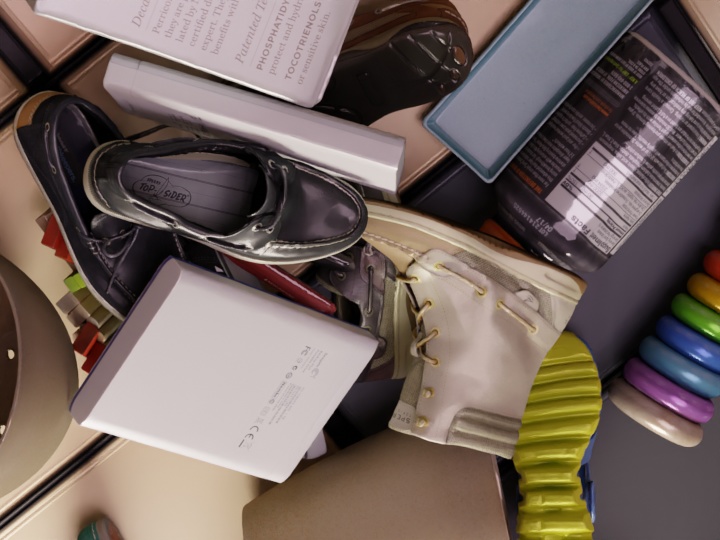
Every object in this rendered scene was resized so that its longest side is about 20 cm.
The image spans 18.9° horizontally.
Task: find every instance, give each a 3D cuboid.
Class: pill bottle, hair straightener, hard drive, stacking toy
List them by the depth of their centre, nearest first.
[{"bbox_3d":[-0.068,-0.098,1.462,0.199,0.132,0.027,17,86,2],"label":"hard drive"},{"bbox_3d":[-0.093,0.074,1.523,0.200,0.025,0.132,22,108,-45],"label":"hard drive"},{"bbox_3d":[-0.090,-0.047,1.553,0.200,0.041,0.077,30,75,-8],"label":"hair straightener"},{"bbox_3d":[0.172,-0.072,1.617,0.106,0.106,0.200,39,97,-28],"label":"pill bottle"},{"bbox_3d":[0.281,0.037,1.719,0.085,0.085,0.200,27,98,-26],"label":"stacking toy"}]

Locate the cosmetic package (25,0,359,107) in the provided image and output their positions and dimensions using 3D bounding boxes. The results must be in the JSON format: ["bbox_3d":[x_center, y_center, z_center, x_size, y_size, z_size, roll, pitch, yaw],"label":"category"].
[{"bbox_3d":[-0.109,-0.231,1.417,0.199,0.167,0.167,17,103,-23],"label":"cosmetic package"}]

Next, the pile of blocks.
[{"bbox_3d":[-0.178,0.032,1.552,0.062,0.082,0.201,-47,131,-44],"label":"pile of blocks"}]

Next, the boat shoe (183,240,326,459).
[{"bbox_3d":[-0.084,0.060,1.617,0.056,0.069,0.201,-26,111,-7],"label":"boat shoe"}]

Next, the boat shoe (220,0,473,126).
[{"bbox_3d":[-0.014,-0.141,1.545,0.199,0.074,0.076,-16,128,13],"label":"boat shoe"}]

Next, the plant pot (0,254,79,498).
[{"bbox_3d":[-0.274,0.080,1.510,0.201,0.200,0.134,-55,150,10],"label":"plant pot"}]

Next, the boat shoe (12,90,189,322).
[{"bbox_3d":[-0.166,-0.036,1.481,0.075,0.062,0.200,-38,104,-29],"label":"boat shoe"}]

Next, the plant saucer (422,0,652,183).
[{"bbox_3d":[0.136,-0.162,1.604,0.070,0.019,0.200,41,97,-4],"label":"plant saucer"}]

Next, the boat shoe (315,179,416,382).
[{"bbox_3d":[0.000,0.000,1.613,0.066,0.072,0.201,-18,122,-15],"label":"boat shoe"}]

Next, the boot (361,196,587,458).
[{"bbox_3d":[0.046,0.040,1.544,0.199,0.072,0.155,21,94,-14],"label":"boot"}]

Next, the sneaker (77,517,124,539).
[{"bbox_3d":[-0.201,0.290,1.675,0.080,0.071,0.201,-12,109,-2],"label":"sneaker"}]

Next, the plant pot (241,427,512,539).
[{"bbox_3d":[0.015,0.205,1.664,0.199,0.187,0.188,-11,117,4],"label":"plant pot"}]

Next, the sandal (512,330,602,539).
[{"bbox_3d":[0.155,0.147,1.728,0.079,0.087,0.201,4,94,9],"label":"sandal"}]

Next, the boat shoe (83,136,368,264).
[{"bbox_3d":[-0.082,-0.051,1.443,0.199,0.066,0.075,16,82,-17],"label":"boat shoe"}]
